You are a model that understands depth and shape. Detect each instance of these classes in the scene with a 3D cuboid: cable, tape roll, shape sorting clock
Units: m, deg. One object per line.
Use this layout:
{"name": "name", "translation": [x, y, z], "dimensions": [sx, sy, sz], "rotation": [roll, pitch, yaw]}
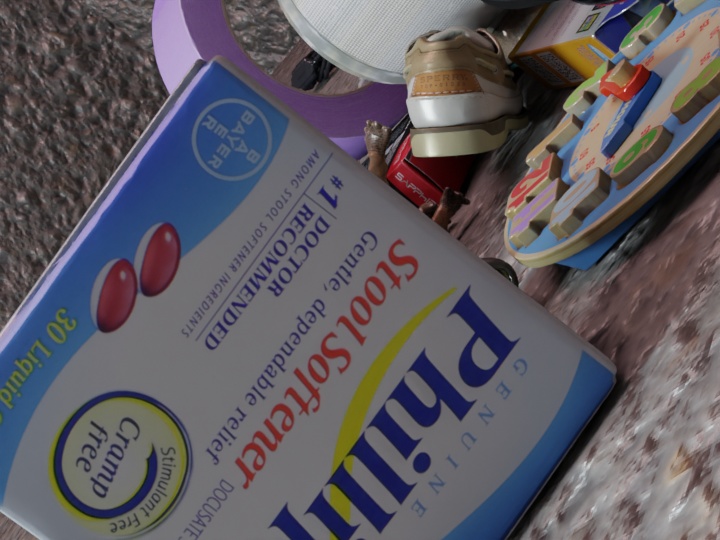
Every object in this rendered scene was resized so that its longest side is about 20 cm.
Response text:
{"name": "cable", "translation": [-0.029, -0.348, 2.479], "dimensions": [0.164, 0.051, 0.200], "rotation": [-54, 6, -32]}
{"name": "tape roll", "translation": [-0.047, -0.173, 1.201], "dimensions": [0.201, 0.199, 0.066], "rotation": [-59, 10, -32]}
{"name": "shape sorting clock", "translation": [0.135, -0.083, 0.783], "dimensions": [0.201, 0.039, 0.200], "rotation": [-52, 10, 13]}

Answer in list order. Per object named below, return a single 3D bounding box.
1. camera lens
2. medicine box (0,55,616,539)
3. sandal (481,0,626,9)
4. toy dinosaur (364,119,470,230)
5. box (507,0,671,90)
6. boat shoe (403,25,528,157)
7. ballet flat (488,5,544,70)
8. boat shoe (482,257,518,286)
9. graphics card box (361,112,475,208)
{"name": "camera lens", "translation": [0.041, -0.231, 1.080], "dimensions": [0.200, 0.159, 0.161], "rotation": [-47, 11, 52]}
{"name": "medicine box", "translation": [-0.035, 0.049, 0.657], "dimensions": [0.183, 0.199, 0.103], "rotation": [-54, 8, -2]}
{"name": "sandal", "translation": [0.144, -0.170, 0.865], "dimensions": [0.198, 0.045, 0.076], "rotation": [-10, 53, 29]}
{"name": "toy dinosaur", "translation": [0.000, 0.000, 1.027], "dimensions": [0.137, 0.085, 0.200], "rotation": [-64, 7, -16]}
{"name": "box", "translation": [0.158, -0.167, 0.970], "dimensions": [0.120, 0.041, 0.200], "rotation": [-54, 12, -3]}
{"name": "boat shoe", "translation": [0.065, -0.117, 1.031], "dimensions": [0.200, 0.074, 0.069], "rotation": [-67, -28, -78]}
{"name": "ballet flat", "translation": [0.091, -0.171, 1.211], "dimensions": [0.200, 0.067, 0.068], "rotation": [-41, 13, 50]}
{"name": "boat shoe", "translation": [0.008, 0.069, 0.768], "dimensions": [0.201, 0.072, 0.066], "rotation": [-53, 4, -24]}
{"name": "graphics card box", "translation": [0.012, -0.043, 1.193], "dimensions": [0.200, 0.051, 0.126], "rotation": [-44, 13, 40]}
